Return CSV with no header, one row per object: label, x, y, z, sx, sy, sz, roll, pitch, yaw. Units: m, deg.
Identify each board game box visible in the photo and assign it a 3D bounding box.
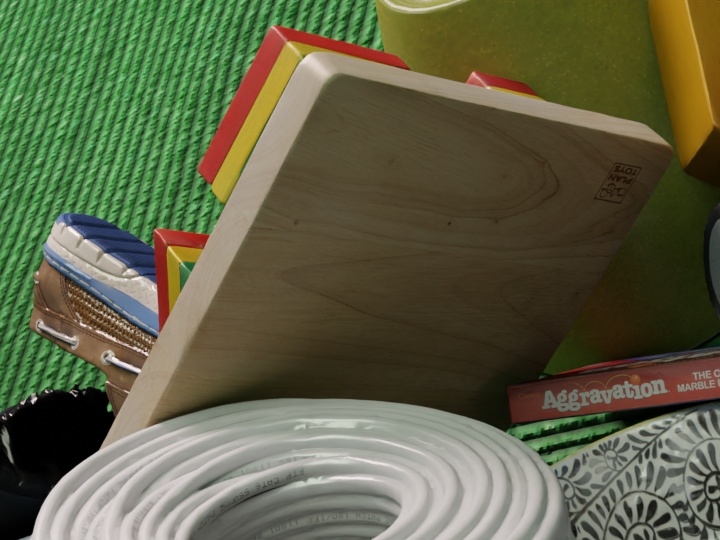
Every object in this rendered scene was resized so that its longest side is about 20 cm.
board game box,0.173,0.040,0.865,0.200,0.103,0.019,-10,90,31

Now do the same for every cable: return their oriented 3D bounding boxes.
cable,-0.019,0.108,0.721,0.200,0.069,0.200,-10,20,-5

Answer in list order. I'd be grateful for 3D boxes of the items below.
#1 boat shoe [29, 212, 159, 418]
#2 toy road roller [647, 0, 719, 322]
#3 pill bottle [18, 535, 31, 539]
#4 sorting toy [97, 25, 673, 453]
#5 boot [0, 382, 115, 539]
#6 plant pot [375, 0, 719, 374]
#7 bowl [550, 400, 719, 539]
boat shoe,-0.084,0.048,0.985,0.200,0.072,0.072,35,107,33
toy road roller,0.206,-0.075,0.827,0.123,0.146,0.200,-6,68,-10
pill bottle,-0.093,0.158,0.936,0.200,0.109,0.109,-21,41,20
sorting toy,0.000,0.000,0.850,0.070,0.200,0.199,48,119,39
boot,-0.214,0.123,1.002,0.162,0.198,0.073,-34,73,37
plant pot,0.093,-0.083,0.963,0.187,0.200,0.187,-21,41,20
bowl,0.139,0.135,0.768,0.200,0.094,0.201,-19,20,7
